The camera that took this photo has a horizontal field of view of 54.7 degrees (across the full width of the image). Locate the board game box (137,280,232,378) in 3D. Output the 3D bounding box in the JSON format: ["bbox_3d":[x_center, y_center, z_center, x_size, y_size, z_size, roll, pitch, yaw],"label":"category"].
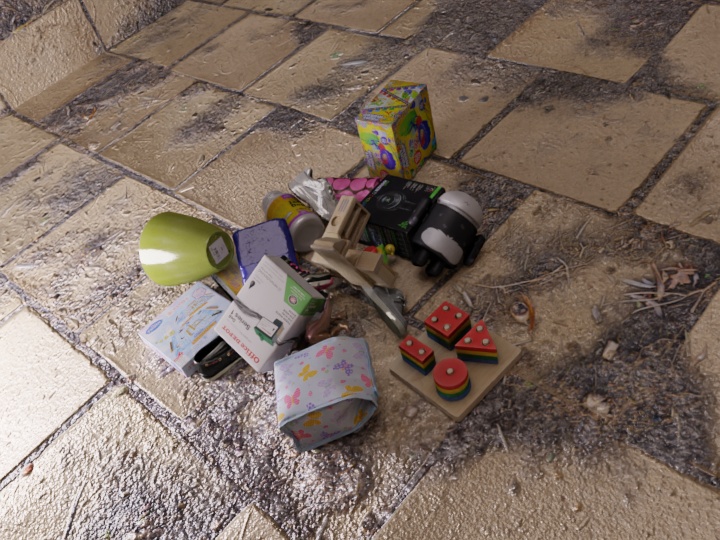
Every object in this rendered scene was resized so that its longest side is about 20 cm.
[{"bbox_3d":[-0.399,0.135,1.665,0.198,0.042,0.200,27,59,38],"label":"board game box"}]

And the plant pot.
[{"bbox_3d":[-0.414,-0.051,1.730,0.197,0.189,0.188,3,45,36],"label":"plant pot"}]

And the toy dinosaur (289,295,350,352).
[{"bbox_3d":[-0.088,0.139,1.458,0.133,0.202,0.087,-7,54,-4],"label":"toy dinosaur"}]

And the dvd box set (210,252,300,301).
[{"bbox_3d":[-0.272,-0.010,1.778,0.199,0.030,0.146,-35,45,-18],"label":"dvd box set"}]

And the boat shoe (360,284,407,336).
[{"bbox_3d":[0.064,0.065,1.549,0.071,0.071,0.201,-31,40,-6],"label":"boat shoe"}]

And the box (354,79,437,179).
[{"bbox_3d":[0.101,-0.372,1.891,0.120,0.202,0.193,17,53,32],"label":"box"}]

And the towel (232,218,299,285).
[{"bbox_3d":[-0.225,-0.018,1.703,0.145,0.050,0.203,-16,71,-3],"label":"towel"}]

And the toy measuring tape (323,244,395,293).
[{"bbox_3d":[0.000,0.000,1.643,0.198,0.074,0.074,-33,43,-4],"label":"toy measuring tape"}]

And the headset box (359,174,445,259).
[{"bbox_3d":[0.104,-0.133,1.718,0.198,0.094,0.174,20,55,38],"label":"headset box"}]

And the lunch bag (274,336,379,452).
[{"bbox_3d":[-0.060,0.238,1.376,0.197,0.128,0.171,-26,41,9],"label":"lunch bag"}]

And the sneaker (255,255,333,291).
[{"bbox_3d":[-0.160,0.007,1.623,0.195,0.074,0.089,-2,79,8],"label":"sneaker"}]

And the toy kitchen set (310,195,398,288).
[{"bbox_3d":[-0.012,-0.086,1.550,0.198,0.163,0.183,10,69,43],"label":"toy kitchen set"}]

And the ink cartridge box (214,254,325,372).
[{"bbox_3d":[-0.193,0.093,1.471,0.145,0.084,0.201,39,99,16],"label":"ink cartridge box"}]

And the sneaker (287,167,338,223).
[{"bbox_3d":[-0.096,-0.187,1.795,0.199,0.074,0.087,41,94,9],"label":"sneaker"}]

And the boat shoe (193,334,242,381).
[{"bbox_3d":[-0.290,0.164,1.582,0.201,0.064,0.073,-40,43,-23],"label":"boat shoe"}]

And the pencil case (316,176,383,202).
[{"bbox_3d":[-0.031,-0.205,1.852,0.196,0.093,0.093,0,10,22],"label":"pencil case"}]

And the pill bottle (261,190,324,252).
[{"bbox_3d":[-0.184,-0.137,1.821,0.103,0.105,0.200,-33,44,-16],"label":"pill bottle"}]

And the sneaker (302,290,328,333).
[{"bbox_3d":[-0.156,0.088,1.570,0.199,0.117,0.075,-39,46,-21],"label":"sneaker"}]

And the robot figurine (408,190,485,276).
[{"bbox_3d":[0.196,-0.084,1.595,0.124,0.150,0.202,29,84,43],"label":"robot figurine"}]

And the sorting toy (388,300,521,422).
[{"bbox_3d":[0.185,0.167,1.400,0.199,0.070,0.198,-40,46,-22],"label":"sorting toy"}]
